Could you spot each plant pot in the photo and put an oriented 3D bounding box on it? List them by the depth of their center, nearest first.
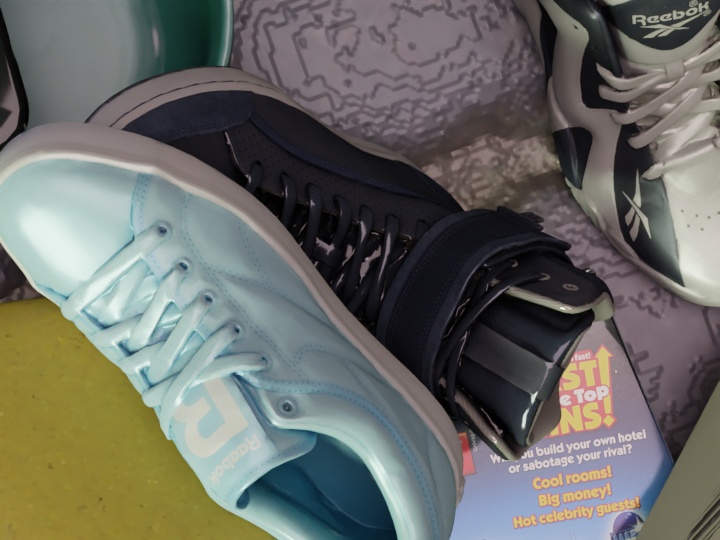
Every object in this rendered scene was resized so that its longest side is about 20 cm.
[{"bbox_3d":[-0.132,0.121,0.818,0.200,0.194,0.196,-37,78,-7],"label":"plant pot"}]

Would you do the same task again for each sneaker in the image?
[{"bbox_3d":[-0.042,0.031,0.744,0.200,0.082,0.074,38,112,-13],"label":"sneaker"},{"bbox_3d":[0.001,-0.001,0.810,0.202,0.146,0.077,11,112,-47],"label":"sneaker"},{"bbox_3d":[0.118,-0.079,0.894,0.079,0.130,0.200,-18,90,-5],"label":"sneaker"}]

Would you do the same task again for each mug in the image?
[{"bbox_3d":[-0.114,-0.100,0.880,0.185,0.114,0.152,-43,92,-6],"label":"mug"}]

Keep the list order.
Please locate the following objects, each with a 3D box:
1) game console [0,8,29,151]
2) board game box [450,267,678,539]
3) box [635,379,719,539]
[{"bbox_3d":[-0.230,-0.101,0.755,0.199,0.118,0.171,-17,85,-2],"label":"game console"},{"bbox_3d":[0.055,0.106,0.918,0.199,0.062,0.201,-8,88,-5],"label":"board game box"},{"bbox_3d":[0.183,0.063,0.890,0.082,0.068,0.200,38,63,-14],"label":"box"}]
